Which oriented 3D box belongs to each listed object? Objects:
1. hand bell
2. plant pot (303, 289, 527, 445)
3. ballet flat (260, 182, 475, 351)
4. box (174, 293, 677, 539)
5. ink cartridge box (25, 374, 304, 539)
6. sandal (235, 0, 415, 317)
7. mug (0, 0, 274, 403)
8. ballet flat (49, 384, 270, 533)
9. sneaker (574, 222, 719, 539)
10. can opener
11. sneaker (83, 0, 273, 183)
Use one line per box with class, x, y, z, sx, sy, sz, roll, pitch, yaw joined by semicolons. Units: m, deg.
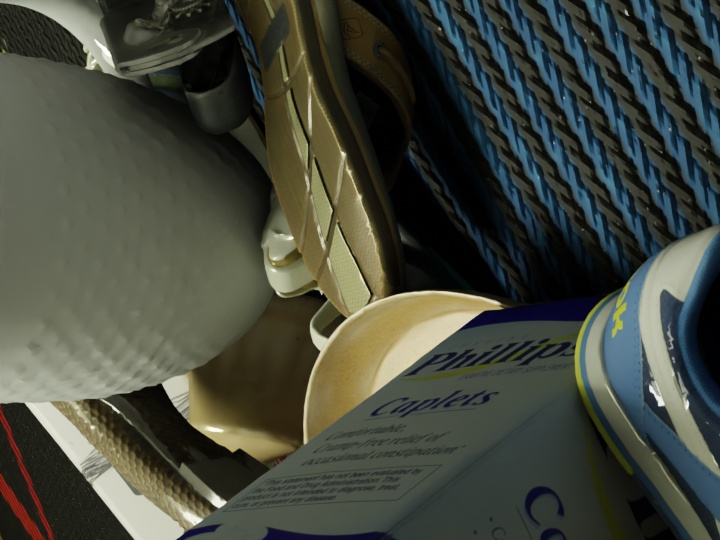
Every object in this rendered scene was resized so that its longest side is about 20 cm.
hand bell;-0.059;0.115;1.069;0.104;0.104;0.201;140;138;-73
plant pot;0.063;0.092;0.851;0.200;0.027;0.200;24;130;31
ballet flat;0.000;0.000;0.944;0.200;0.073;0.073;53;161;32
box;0.054;0.129;0.712;0.105;0.200;0.184;-12;107;47
ink cartridge box;-0.116;0.046;1.188;0.200;0.084;0.146;54;-165;-18
sandal;-0.009;-0.080;0.889;0.080;0.054;0.201;137;120;-67
mug;-0.132;-0.040;0.981;0.148;0.175;0.200;-30;66;41
ballet flat;-0.103;0.076;1.029;0.200;0.067;0.046;37;119;35
sneaker;0.138;0.071;0.626;0.200;0.074;0.082;52;149;16
can opener;-0.088;-0.111;0.994;0.200;0.053;0.067;-118;6;-66
sneaker;-0.116;-0.084;1.127;0.200;0.090;0.067;57;164;19
